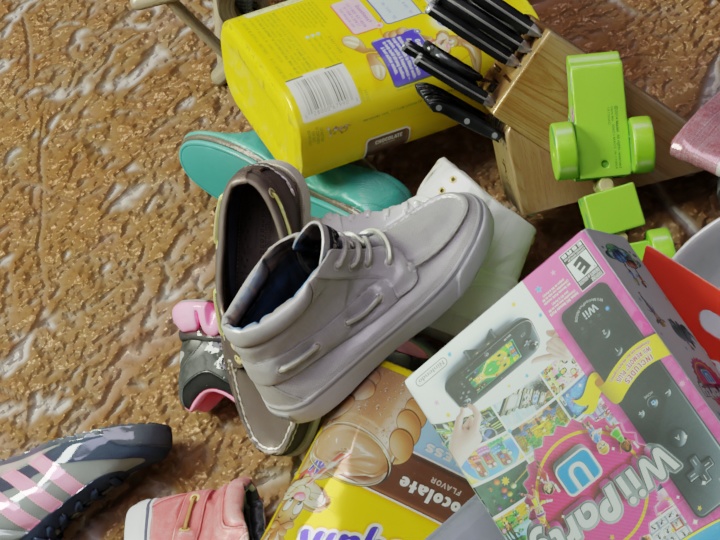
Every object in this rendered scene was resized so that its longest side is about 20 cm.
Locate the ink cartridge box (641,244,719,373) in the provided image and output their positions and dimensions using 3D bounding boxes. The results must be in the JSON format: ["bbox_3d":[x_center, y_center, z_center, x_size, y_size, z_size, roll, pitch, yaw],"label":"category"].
[{"bbox_3d":[0.192,0.111,1.169,0.047,0.201,0.160,-21,45,-40],"label":"ink cartridge box"}]

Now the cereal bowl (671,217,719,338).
[{"bbox_3d":[0.281,0.054,1.241,0.198,0.083,0.202,-10,55,14],"label":"cereal bowl"}]

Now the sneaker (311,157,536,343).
[{"bbox_3d":[0.021,-0.030,1.366,0.199,0.074,0.116,22,84,4],"label":"sneaker"}]

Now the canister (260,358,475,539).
[{"bbox_3d":[0.015,0.171,1.251,0.148,0.087,0.201,23,65,12],"label":"canister"}]

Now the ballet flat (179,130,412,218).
[{"bbox_3d":[-0.042,-0.067,1.468,0.199,0.068,0.070,24,49,30],"label":"ballet flat"}]

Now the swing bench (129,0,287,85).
[{"bbox_3d":[-0.073,-0.291,1.557,0.199,0.130,0.200,-24,52,23],"label":"swing bench"}]

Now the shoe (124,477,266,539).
[{"bbox_3d":[-0.102,0.227,1.280,0.090,0.072,0.201,-18,49,15],"label":"shoe"}]

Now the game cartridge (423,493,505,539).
[{"bbox_3d":[0.113,0.225,1.166,0.133,0.041,0.200,-39,74,-18],"label":"game cartridge"}]

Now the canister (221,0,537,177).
[{"bbox_3d":[0.015,-0.154,1.436,0.199,0.087,0.149,-20,46,-17],"label":"canister"}]

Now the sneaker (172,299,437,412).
[{"bbox_3d":[-0.041,0.073,1.373,0.198,0.079,0.096,5,84,22],"label":"sneaker"}]

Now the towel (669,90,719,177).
[{"bbox_3d":[0.319,-0.085,1.266,0.199,0.023,0.144,27,57,31],"label":"towel"}]

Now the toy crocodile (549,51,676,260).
[{"bbox_3d":[0.165,-0.044,1.309,0.067,0.062,0.202,-10,91,-1],"label":"toy crocodile"}]

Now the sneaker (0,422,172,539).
[{"bbox_3d":[-0.217,0.167,1.381,0.198,0.070,0.083,-20,73,8],"label":"sneaker"}]

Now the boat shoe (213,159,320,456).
[{"bbox_3d":[-0.064,0.030,1.310,0.071,0.059,0.202,2,99,19],"label":"boat shoe"}]

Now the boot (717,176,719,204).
[{"bbox_3d":[0.329,-0.119,1.360,0.163,0.066,0.201,6,48,8],"label":"boot"}]

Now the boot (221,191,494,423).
[{"bbox_3d":[0.000,0.000,1.260,0.200,0.096,0.073,-46,42,-17],"label":"boot"}]

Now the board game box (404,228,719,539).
[{"bbox_3d":[0.141,0.100,1.136,0.147,0.064,0.201,-41,69,19],"label":"board game box"}]

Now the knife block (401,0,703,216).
[{"bbox_3d":[0.133,-0.136,1.346,0.198,0.177,0.064,-14,20,-5],"label":"knife block"}]
